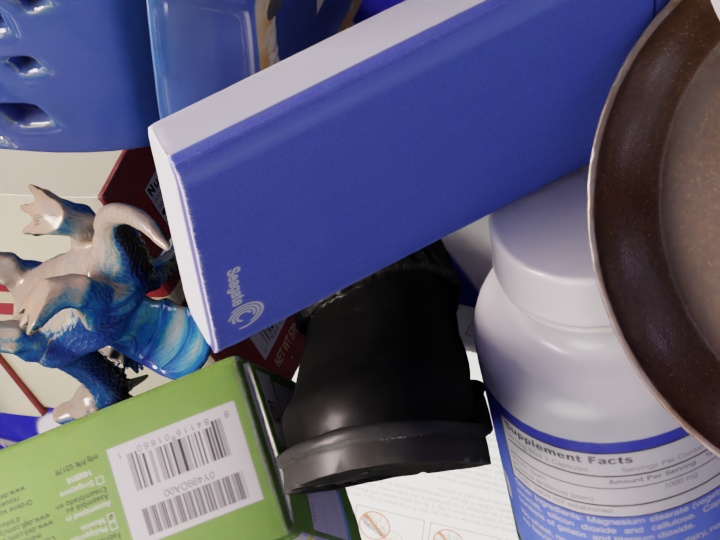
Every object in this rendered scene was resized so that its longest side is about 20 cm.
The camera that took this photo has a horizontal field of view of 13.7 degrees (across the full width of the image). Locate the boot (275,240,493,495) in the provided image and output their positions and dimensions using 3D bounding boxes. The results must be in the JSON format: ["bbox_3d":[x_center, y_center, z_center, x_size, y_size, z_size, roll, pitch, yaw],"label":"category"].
[{"bbox_3d":[-0.002,0.000,1.155,0.211,0.079,0.159,-42,-60,-86],"label":"boot"}]

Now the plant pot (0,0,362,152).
[{"bbox_3d":[-0.084,-0.150,1.064,0.179,0.201,0.200,23,157,10],"label":"plant pot"}]

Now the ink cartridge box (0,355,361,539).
[{"bbox_3d":[-0.072,0.107,1.243,0.200,0.147,0.076,31,-141,-70],"label":"ink cartridge box"}]

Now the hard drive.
[{"bbox_3d":[0.026,-0.052,1.047,0.025,0.199,0.132,58,168,27],"label":"hard drive"}]

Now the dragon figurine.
[{"bbox_3d":[-0.090,0.009,1.156,0.099,0.059,0.200,8,153,-29],"label":"dragon figurine"}]

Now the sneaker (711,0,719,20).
[{"bbox_3d":[0.141,-0.149,0.910,0.118,0.074,0.201,3,140,40],"label":"sneaker"}]

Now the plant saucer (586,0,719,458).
[{"bbox_3d":[0.176,-0.020,1.026,0.200,0.201,0.034,27,-160,18],"label":"plant saucer"}]

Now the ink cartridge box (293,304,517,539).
[{"bbox_3d":[0.019,0.097,1.432,0.199,0.044,0.174,12,119,11],"label":"ink cartridge box"}]

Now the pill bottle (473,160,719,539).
[{"bbox_3d":[0.104,0.046,1.167,0.112,0.112,0.201,20,142,32],"label":"pill bottle"}]

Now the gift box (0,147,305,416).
[{"bbox_3d":[-0.115,-0.030,1.327,0.186,0.185,0.200,4,139,33],"label":"gift box"}]
